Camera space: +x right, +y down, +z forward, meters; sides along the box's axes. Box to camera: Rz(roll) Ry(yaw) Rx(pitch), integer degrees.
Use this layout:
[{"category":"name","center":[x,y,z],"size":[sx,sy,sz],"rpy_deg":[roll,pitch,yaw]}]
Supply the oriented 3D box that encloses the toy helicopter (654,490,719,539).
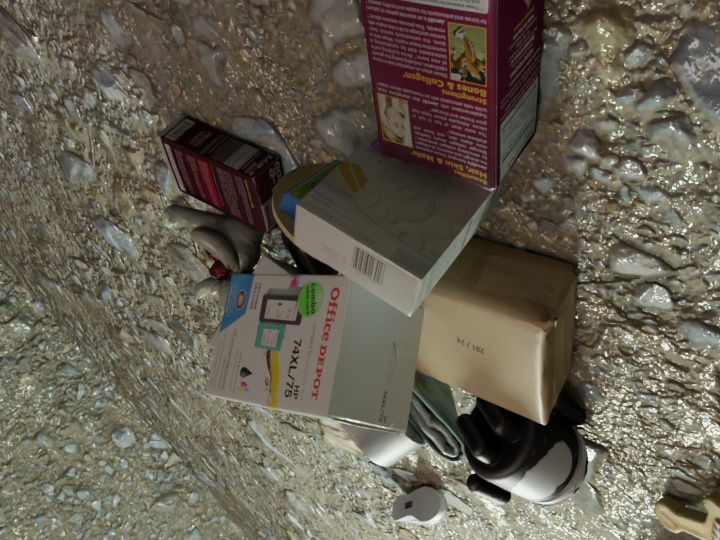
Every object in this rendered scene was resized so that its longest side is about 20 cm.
[{"category":"toy helicopter","center":[0.453,0.335,0.834],"size":[0.135,0.078,0.199],"rpy_deg":[65,161,-5]}]

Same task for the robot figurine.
[{"category":"robot figurine","center":[0.219,0.237,0.895],"size":[0.198,0.127,0.149],"rpy_deg":[32,144,-31]}]

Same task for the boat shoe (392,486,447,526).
[{"category":"boat shoe","center":[0.140,0.507,1.414],"size":[0.069,0.072,0.200],"rpy_deg":[19,149,-18]}]

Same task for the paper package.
[{"category":"paper package","center":[0.155,0.066,0.816],"size":[0.197,0.104,0.193],"rpy_deg":[19,142,31]}]

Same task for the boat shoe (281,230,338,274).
[{"category":"boat shoe","center":[-0.085,-0.055,0.965],"size":[0.065,0.072,0.203],"rpy_deg":[14,144,29]}]

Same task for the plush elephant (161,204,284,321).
[{"category":"plush elephant","center":[-0.205,-0.004,1.060],"size":[0.196,0.159,0.164],"rpy_deg":[13,-178,16]}]

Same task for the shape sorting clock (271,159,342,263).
[{"category":"shape sorting clock","center":[-0.003,-0.061,0.748],"size":[0.198,0.199,0.040],"rpy_deg":[31,125,16]}]

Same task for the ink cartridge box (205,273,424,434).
[{"category":"ink cartridge box","center":[-0.051,0.093,0.773],"size":[0.197,0.150,0.145],"rpy_deg":[0,163,40]}]

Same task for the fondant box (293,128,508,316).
[{"category":"fondant box","center":[0.045,-0.068,0.677],"size":[0.143,0.200,0.059],"rpy_deg":[30,141,16]}]

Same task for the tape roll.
[{"category":"tape roll","center":[0.019,0.172,0.956],"size":[0.066,0.201,0.201],"rpy_deg":[-33,107,15]}]

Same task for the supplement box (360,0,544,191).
[{"category":"supplement box","center":[0.083,-0.192,0.581],"size":[0.129,0.103,0.203],"rpy_deg":[22,143,28]}]

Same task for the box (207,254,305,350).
[{"category":"box","center":[-0.117,0.078,1.008],"size":[0.105,0.154,0.200],"rpy_deg":[34,180,11]}]

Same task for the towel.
[{"category":"towel","center":[0.082,0.158,0.971],"size":[0.048,0.172,0.201],"rpy_deg":[-33,106,14]}]

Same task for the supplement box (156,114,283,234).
[{"category":"supplement box","center":[-0.204,-0.145,0.996],"size":[0.197,0.061,0.110],"rpy_deg":[27,146,25]}]
